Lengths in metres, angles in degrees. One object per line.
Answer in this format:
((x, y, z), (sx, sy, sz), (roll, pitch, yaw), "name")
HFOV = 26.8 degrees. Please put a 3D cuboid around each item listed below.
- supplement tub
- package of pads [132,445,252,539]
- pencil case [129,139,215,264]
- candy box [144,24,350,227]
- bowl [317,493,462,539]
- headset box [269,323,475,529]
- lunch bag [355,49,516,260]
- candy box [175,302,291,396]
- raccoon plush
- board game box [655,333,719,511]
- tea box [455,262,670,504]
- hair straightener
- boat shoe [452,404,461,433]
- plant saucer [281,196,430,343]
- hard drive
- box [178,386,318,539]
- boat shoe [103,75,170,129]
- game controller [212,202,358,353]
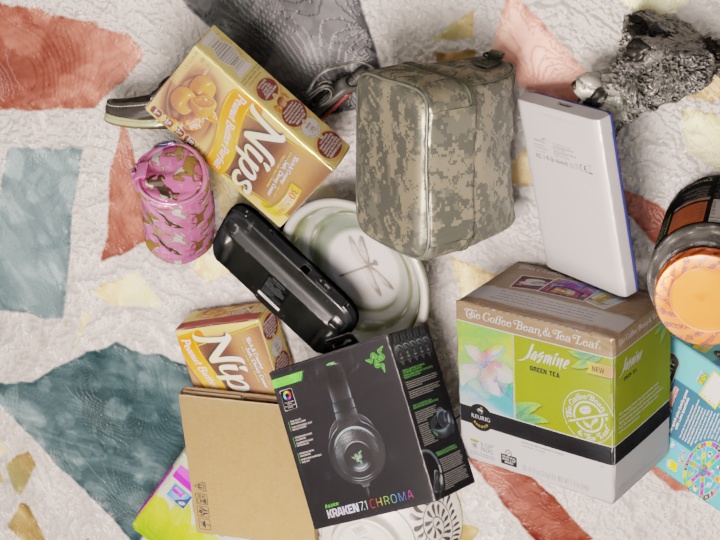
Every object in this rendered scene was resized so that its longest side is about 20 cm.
((0.358, -0.010, 1.537), (0.121, 0.200, 0.124), (7, 116, 16), "supplement tub")
((-0.179, 0.332, 1.948), (0.199, 0.068, 0.155), (38, 119, 1), "package of pads")
((-0.211, -0.073, 1.719), (0.082, 0.200, 0.087), (-31, 74, -13), "pencil case")
((-0.123, -0.155, 1.646), (0.200, 0.055, 0.115), (42, 131, -7), "candy box")
((0.019, 0.319, 1.859), (0.199, 0.094, 0.203), (7, 115, 15), "bowl")
((0.010, 0.168, 1.696), (0.173, 0.092, 0.202), (-18, 87, 33), "headset box")
((0.093, -0.123, 1.605), (0.139, 0.167, 0.202), (27, 125, 50), "lunch bag")
((-0.139, 0.145, 1.850), (0.114, 0.055, 0.202), (-8, 110, 22), "candy box")
((0.316, -0.174, 1.548), (0.198, 0.097, 0.135), (23, 126, 8), "raccoon plush")
((0.393, 0.173, 1.647), (0.199, 0.047, 0.152), (36, 123, 33), "board game box")
((0.221, 0.117, 1.648), (0.199, 0.133, 0.199), (12, 116, 36), "tea box")
((-0.062, -0.170, 1.682), (0.199, 0.077, 0.041), (-34, 73, 29), "hair straightener")
((0.037, 0.197, 1.792), (0.199, 0.074, 0.066), (-26, 94, 1), "boat shoe")
((0.000, 0.000, 1.738), (0.198, 0.050, 0.202), (17, 125, 26), "plant saucer")
((0.230, -0.082, 1.598), (0.132, 0.025, 0.202), (26, 136, 53), "hard drive")
((-0.134, 0.240, 1.839), (0.162, 0.021, 0.202), (4, 116, 17), "box")
((-0.198, -0.198, 1.726), (0.199, 0.072, 0.067), (1, 107, 14), "boat shoe")
((-0.089, 0.012, 1.755), (0.200, 0.042, 0.104), (43, 148, 6), "game controller")
